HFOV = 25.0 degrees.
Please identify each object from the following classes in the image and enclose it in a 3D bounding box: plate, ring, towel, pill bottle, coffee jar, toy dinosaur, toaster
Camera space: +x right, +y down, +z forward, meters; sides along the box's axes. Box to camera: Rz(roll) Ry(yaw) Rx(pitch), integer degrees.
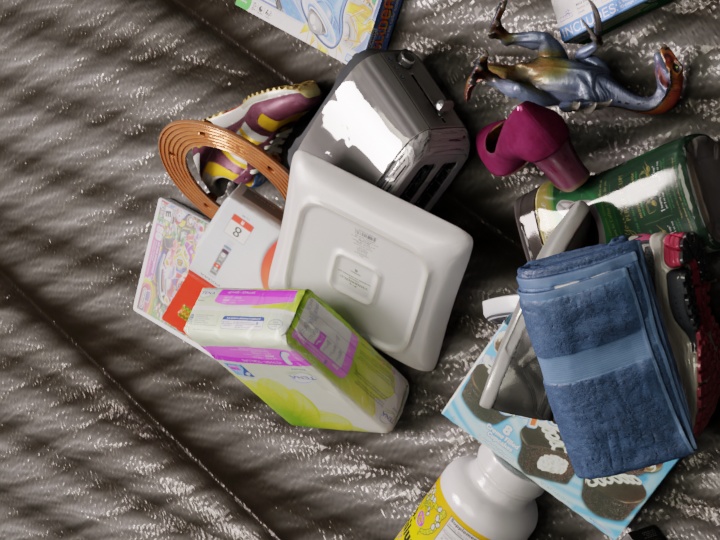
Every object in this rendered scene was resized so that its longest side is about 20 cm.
[{"bbox_3d":[0.000,0.000,1.607,0.199,0.032,0.201,27,136,13],"label":"plate"},{"bbox_3d":[-0.128,-0.093,1.734,0.200,0.201,0.019,7,54,40],"label":"ring"},{"bbox_3d":[0.205,0.077,1.355,0.111,0.049,0.201,-16,108,9],"label":"towel"},{"bbox_3d":[0.103,0.251,1.575,0.104,0.104,0.201,48,120,29],"label":"pill bottle"},{"bbox_3d":[0.235,-0.048,1.461,0.199,0.085,0.105,-17,88,39],"label":"coffee jar"},{"bbox_3d":[0.200,-0.185,1.489,0.180,0.200,0.106,22,87,-1],"label":"toy dinosaur"},{"bbox_3d":[0.017,-0.116,1.630,0.129,0.113,0.200,52,123,24],"label":"toaster"}]

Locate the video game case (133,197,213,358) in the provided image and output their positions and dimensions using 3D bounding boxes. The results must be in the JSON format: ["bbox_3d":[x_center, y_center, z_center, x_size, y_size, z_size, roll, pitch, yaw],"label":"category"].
[{"bbox_3d":[-0.178,0.016,1.864,0.199,0.018,0.144,27,108,37],"label":"video game case"}]

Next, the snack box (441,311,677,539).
[{"bbox_3d":[0.187,0.143,1.493,0.199,0.037,0.117,35,116,7],"label":"snack box"}]

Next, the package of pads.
[{"bbox_3d":[-0.060,0.091,1.656,0.154,0.200,0.069,1,58,41],"label":"package of pads"}]

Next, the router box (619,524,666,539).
[{"bbox_3d":[0.245,0.359,1.491,0.158,0.052,0.200,53,122,25],"label":"router box"}]

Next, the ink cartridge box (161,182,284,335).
[{"bbox_3d":[-0.114,0.029,1.737,0.162,0.050,0.200,33,116,-1],"label":"ink cartridge box"}]

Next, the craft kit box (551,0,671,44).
[{"bbox_3d":[0.244,-0.335,1.472,0.199,0.048,0.199,-22,80,39],"label":"craft kit box"}]

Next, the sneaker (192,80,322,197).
[{"bbox_3d":[-0.105,-0.142,1.767,0.199,0.075,0.091,-19,87,46],"label":"sneaker"}]

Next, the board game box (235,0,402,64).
[{"bbox_3d":[-0.039,-0.309,1.719,0.200,0.034,0.136,32,112,35],"label":"board game box"}]

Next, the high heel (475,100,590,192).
[{"bbox_3d":[0.141,-0.135,1.497,0.067,0.096,0.200,-43,24,-9],"label":"high heel"}]

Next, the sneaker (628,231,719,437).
[{"bbox_3d":[0.269,0.056,1.410,0.074,0.081,0.201,0,117,31],"label":"sneaker"}]

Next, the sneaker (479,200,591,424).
[{"bbox_3d":[0.186,0.045,1.427,0.099,0.071,0.201,22,93,3],"label":"sneaker"}]

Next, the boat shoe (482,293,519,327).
[{"bbox_3d":[0.202,0.054,1.510,0.199,0.072,0.068,0,90,34],"label":"boat shoe"}]
